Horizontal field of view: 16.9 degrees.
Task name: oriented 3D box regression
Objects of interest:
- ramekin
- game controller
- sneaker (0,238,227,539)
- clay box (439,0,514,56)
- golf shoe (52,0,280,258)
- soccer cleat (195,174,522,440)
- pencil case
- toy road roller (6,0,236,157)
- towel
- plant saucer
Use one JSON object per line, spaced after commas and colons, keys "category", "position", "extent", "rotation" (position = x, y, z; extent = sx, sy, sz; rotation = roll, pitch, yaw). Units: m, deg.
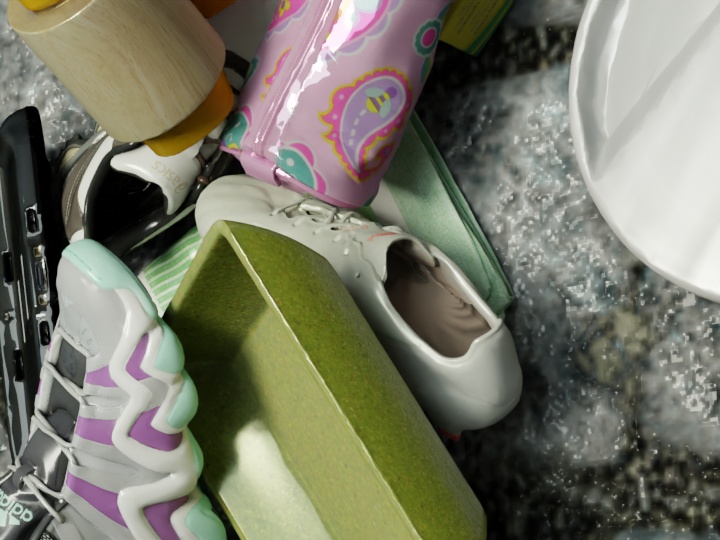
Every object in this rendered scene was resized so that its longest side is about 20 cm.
{"category": "ramekin", "position": [0.198, -0.077, 1.054], "extent": [0.202, 0.094, 0.203], "rotation": [-6, 78, 31]}
{"category": "game controller", "position": [-0.167, 0.018, 1.265], "extent": [0.104, 0.042, 0.201], "rotation": [135, 128, -64]}
{"category": "sneaker", "position": [-0.146, 0.094, 1.149], "extent": [0.078, 0.140, 0.201], "rotation": [32, 142, 53]}
{"category": "clay box", "position": [0.065, -0.221, 1.191], "extent": [0.115, 0.048, 0.200], "rotation": [41, 102, 30]}
{"category": "golf shoe", "position": [-0.079, -0.077, 1.219], "extent": [0.200, 0.078, 0.095], "rotation": [-49, 22, 22]}
{"category": "soccer cleat", "position": [0.000, 0.000, 1.140], "extent": [0.200, 0.078, 0.069], "rotation": [36, 57, 28]}
{"category": "pencil case", "position": [0.003, -0.132, 1.138], "extent": [0.087, 0.087, 0.201], "rotation": [28, 100, 32]}
{"category": "toy road roller", "position": [-0.094, -0.168, 1.146], "extent": [0.146, 0.123, 0.200], "rotation": [-33, 37, 10]}
{"category": "towel", "position": [-0.029, 0.015, 1.219], "extent": [0.200, 0.023, 0.153], "rotation": [-38, 63, 20]}
{"category": "plant saucer", "position": [-0.017, 0.084, 1.115], "extent": [0.200, 0.048, 0.200], "rotation": [58, 156, 10]}
